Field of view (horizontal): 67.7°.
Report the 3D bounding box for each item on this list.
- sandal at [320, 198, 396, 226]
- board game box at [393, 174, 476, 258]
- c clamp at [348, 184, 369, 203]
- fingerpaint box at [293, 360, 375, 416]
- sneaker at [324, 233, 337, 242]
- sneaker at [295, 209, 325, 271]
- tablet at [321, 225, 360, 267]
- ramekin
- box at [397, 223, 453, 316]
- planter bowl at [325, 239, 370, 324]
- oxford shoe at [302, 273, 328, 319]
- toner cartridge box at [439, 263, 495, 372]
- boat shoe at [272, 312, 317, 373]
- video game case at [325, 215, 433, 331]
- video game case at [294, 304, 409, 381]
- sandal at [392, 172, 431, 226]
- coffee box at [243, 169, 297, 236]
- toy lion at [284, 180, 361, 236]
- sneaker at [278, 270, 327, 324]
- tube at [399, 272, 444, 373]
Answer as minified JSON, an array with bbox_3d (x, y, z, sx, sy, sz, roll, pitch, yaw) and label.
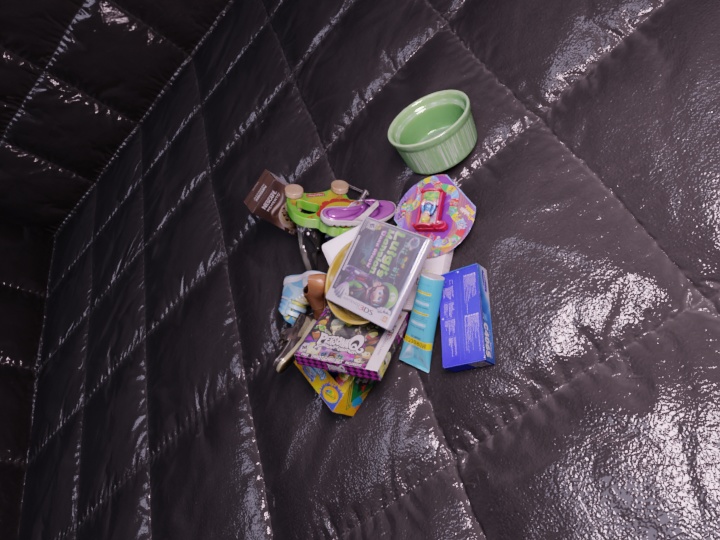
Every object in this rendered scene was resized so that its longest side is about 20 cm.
[{"bbox_3d":[0.002,-0.147,1.304,0.083,0.201,0.050,56,149,38],"label":"sandal"},{"bbox_3d":[0.154,-0.130,1.178,0.158,0.039,0.200,-41,54,13],"label":"board game box"},{"bbox_3d":[-0.014,-0.123,1.424,0.170,0.027,0.201,21,84,43],"label":"c clamp"},{"bbox_3d":[-0.048,0.207,1.248,0.167,0.073,0.200,-57,42,6],"label":"fingerpaint box"},{"bbox_3d":[-0.030,-0.021,1.333,0.199,0.070,0.109,26,90,34],"label":"sneaker"},{"bbox_3d":[-0.115,-0.091,1.463,0.113,0.076,0.201,-7,87,-1],"label":"sneaker"},{"bbox_3d":[0.000,0.000,1.267,0.130,0.014,0.201,-26,76,8],"label":"tablet"},{"bbox_3d":[0.172,-0.315,1.242,0.199,0.098,0.201,-21,40,18],"label":"ramekin"},{"bbox_3d":[0.127,-0.005,1.194,0.144,0.036,0.201,5,73,35],"label":"box"},{"bbox_3d":[0.026,0.029,1.175,0.199,0.083,0.202,-13,64,29],"label":"planter bowl"},{"bbox_3d":[-0.107,0.062,1.316,0.200,0.071,0.072,101,178,-56],"label":"oxford shoe"},{"bbox_3d":[0.210,0.094,1.073,0.095,0.043,0.201,-19,58,36],"label":"toner cartridge box"},{"bbox_3d":[-0.170,0.173,1.318,0.072,0.066,0.201,-59,-4,35],"label":"boat shoe"},{"bbox_3d":[0.035,0.000,1.113,0.181,0.023,0.201,23,85,38],"label":"video game case"},{"bbox_3d":[-0.016,0.146,1.160,0.199,0.036,0.182,7,40,26],"label":"video game case"},{"bbox_3d":[0.123,-0.146,1.291,0.075,0.045,0.201,42,115,53],"label":"sandal"},{"bbox_3d":[-0.211,-0.181,1.514,0.113,0.199,0.080,-54,43,10],"label":"coffee box"},{"bbox_3d":[-0.080,-0.148,1.361,0.192,0.199,0.069,-115,24,-44],"label":"toy lion"},{"bbox_3d":[-0.143,0.076,1.409,0.199,0.079,0.131,-13,59,51],"label":"sneaker"},{"bbox_3d":[0.130,0.106,1.111,0.077,0.050,0.201,23,109,42],"label":"tube"}]
